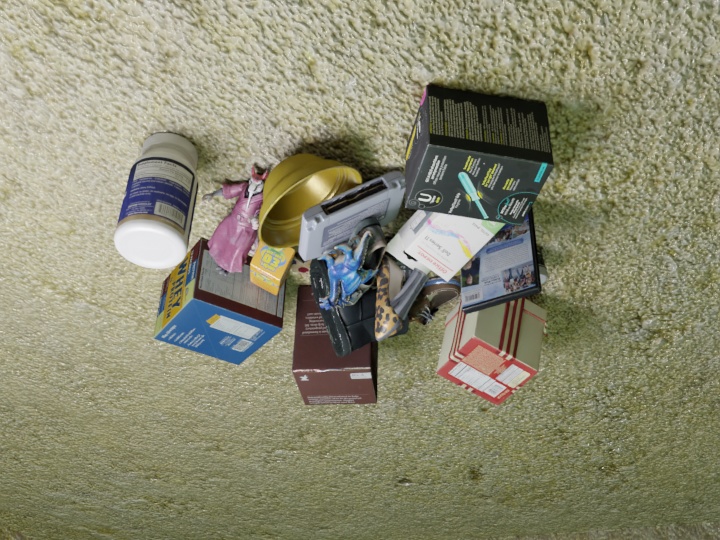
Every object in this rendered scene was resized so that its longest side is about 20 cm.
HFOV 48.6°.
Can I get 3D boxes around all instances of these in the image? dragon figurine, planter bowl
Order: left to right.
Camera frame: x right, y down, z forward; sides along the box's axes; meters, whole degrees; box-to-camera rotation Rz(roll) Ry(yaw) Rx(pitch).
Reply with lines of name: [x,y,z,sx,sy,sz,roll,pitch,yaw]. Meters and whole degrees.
planter bowl: [-0.100,-0.133,1.325,0.198,0.084,0.201,-29,159,-12]
dragon figurine: [-0.011,0.000,1.350,0.199,0.101,0.058,-31,179,44]

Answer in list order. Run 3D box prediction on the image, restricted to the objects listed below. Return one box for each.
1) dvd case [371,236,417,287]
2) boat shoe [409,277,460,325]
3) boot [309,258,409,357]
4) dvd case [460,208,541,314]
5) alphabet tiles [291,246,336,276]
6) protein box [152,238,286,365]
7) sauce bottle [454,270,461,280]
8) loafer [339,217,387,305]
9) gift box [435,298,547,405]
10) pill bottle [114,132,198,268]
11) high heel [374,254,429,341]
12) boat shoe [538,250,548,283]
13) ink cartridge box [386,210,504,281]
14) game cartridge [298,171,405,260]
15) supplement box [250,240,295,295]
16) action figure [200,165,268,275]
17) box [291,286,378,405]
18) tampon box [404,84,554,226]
dvd case: [0.027,-0.014,1.580,0.195,0.025,0.151,0,146,5]
boat shoe: [0.128,0.077,1.667,0.198,0.074,0.072,-24,139,32]
boot: [0.001,0.051,1.560,0.166,0.204,0.076,-20,-178,-26]
dvd case: [0.241,-0.026,1.394,0.140,0.203,0.018,-18,136,25]
alphabet tiles: [-0.103,-0.060,1.501,0.166,0.008,0.198,34,140,-30]
protein box: [-0.284,0.070,1.615,0.197,0.137,0.198,22,142,-28]
sauce bottle: [0.184,-0.023,1.528,0.064,0.066,0.199,-24,140,33]
loafer: [0.000,0.000,1.418,0.071,0.063,0.202,-14,142,-29]
gift box: [0.281,0.149,1.661,0.198,0.189,0.185,30,138,-13]
pill bottle: [-0.321,-0.116,1.284,0.113,0.203,0.117,2,146,1]
high heel: [0.032,0.048,1.464,0.071,0.144,0.199,38,171,-28]
boat shoe: [0.269,-0.022,1.518,0.197,0.072,0.072,14,145,-29]
ink cartridge box: [0.148,-0.064,1.394,0.116,0.068,0.200,31,114,-29]
game cartridge: [-0.017,-0.090,1.373,0.197,0.041,0.134,-26,154,-21]
supplement box: [-0.165,-0.008,1.471,0.066,0.070,0.200,28,166,-2]
action figure: [-0.195,-0.091,1.405,0.148,0.134,0.202,-12,137,-54]
box: [-0.048,0.156,1.676,0.162,0.204,0.165,-2,147,6]
tampon box: [0.178,-0.177,1.241,0.195,0.128,0.151,8,145,-8]
